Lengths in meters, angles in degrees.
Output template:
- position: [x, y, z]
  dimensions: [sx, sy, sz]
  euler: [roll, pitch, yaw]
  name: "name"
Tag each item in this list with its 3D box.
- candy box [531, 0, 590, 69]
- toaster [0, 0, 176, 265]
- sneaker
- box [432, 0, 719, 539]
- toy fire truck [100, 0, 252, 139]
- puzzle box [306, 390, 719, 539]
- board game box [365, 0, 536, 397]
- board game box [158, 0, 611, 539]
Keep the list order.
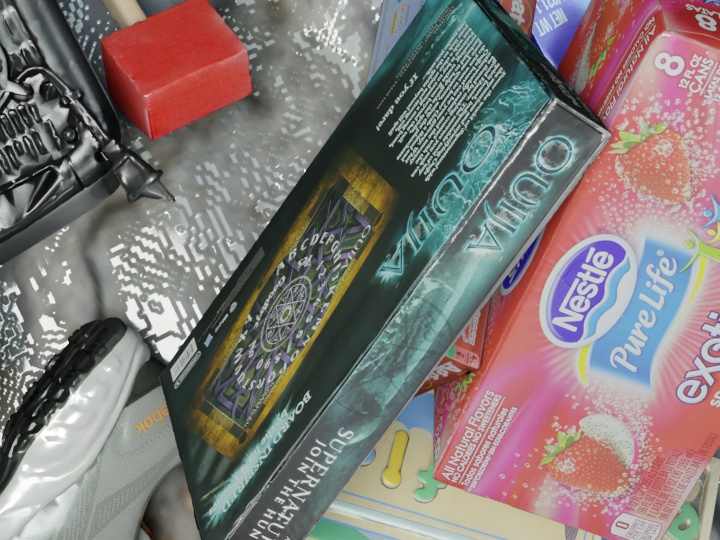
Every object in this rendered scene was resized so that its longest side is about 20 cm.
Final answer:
- position: [0.175, -0.061, 0.790]
  dimensions: [0.168, 0.077, 0.201]
  euler: [-30, 92, -5]
  name: "candy box"
- position: [-0.197, -0.069, 0.745]
  dimensions: [0.180, 0.119, 0.201]
  euler: [-29, 90, -3]
  name: "toaster"
- position: [-0.136, 0.119, 0.768]
  dimensions: [0.079, 0.074, 0.201]
  euler: [39, 90, -19]
  name: "sneaker"
- position: [0.103, -0.011, 0.677]
  dimensions: [0.095, 0.100, 0.201]
  euler: [18, 123, -9]
  name: "box"
- position: [-0.118, -0.163, 0.762]
  dimensions: [0.048, 0.142, 0.200]
  euler: [-27, 50, -16]
  name: "toy fire truck"
- position: [0.037, 0.111, 0.739]
  dimensions: [0.198, 0.025, 0.134]
  euler: [16, 67, -3]
  name: "puzzle box"
- position: [0.026, -0.043, 0.734]
  dimensions: [0.019, 0.103, 0.202]
  euler: [23, 63, -23]
  name: "board game box"
- position: [0.000, 0.000, 0.668]
  dimensions: [0.028, 0.135, 0.201]
  euler: [29, 107, -25]
  name: "board game box"
